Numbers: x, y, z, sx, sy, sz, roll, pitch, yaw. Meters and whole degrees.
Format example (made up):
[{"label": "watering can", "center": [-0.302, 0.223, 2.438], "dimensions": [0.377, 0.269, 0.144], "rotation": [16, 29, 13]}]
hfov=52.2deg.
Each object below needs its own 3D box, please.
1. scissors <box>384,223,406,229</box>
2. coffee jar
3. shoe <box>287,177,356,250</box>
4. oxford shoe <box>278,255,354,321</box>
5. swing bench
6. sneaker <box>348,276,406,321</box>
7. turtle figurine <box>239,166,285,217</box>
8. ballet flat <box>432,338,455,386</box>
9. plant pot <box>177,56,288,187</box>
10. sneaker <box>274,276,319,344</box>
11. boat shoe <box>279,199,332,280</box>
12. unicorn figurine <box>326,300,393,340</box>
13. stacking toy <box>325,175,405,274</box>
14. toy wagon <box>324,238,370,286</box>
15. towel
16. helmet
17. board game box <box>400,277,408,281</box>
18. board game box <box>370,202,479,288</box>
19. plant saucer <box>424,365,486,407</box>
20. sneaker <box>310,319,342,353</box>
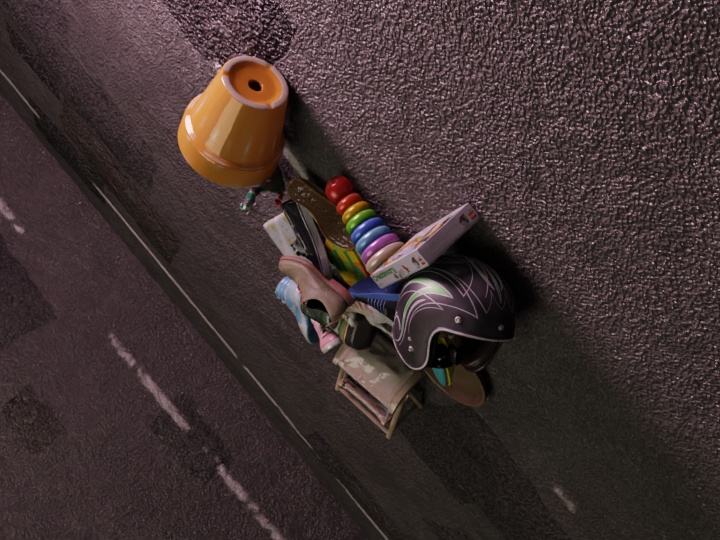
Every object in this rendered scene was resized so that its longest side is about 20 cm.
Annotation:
[{"label": "scissors", "center": [0.030, -0.084, 1.428], "dimensions": [0.200, 0.014, 0.073], "rotation": [23, 143, 44]}, {"label": "coffee jar", "center": [-0.045, 0.100, 1.723], "dimensions": [0.200, 0.085, 0.105], "rotation": [33, 117, 34]}, {"label": "shoe", "center": [-0.065, -0.118, 1.481], "dimensions": [0.200, 0.053, 0.070], "rotation": [46, 114, 18]}, {"label": "oxford shoe", "center": [-0.109, 0.035, 1.550], "dimensions": [0.200, 0.075, 0.071], "rotation": [30, 156, 29]}, {"label": "swing bench", "center": [0.043, 0.264, 1.778], "dimensions": [0.199, 0.130, 0.200], "rotation": [38, 154, 26]}, {"label": "sneaker", "center": [0.050, 0.061, 1.447], "dimensions": [0.200, 0.070, 0.078], "rotation": [8, 128, 58]}, {"label": "turtle figurine", "center": [-0.217, -0.209, 1.553], "dimensions": [0.100, 0.150, 0.200], "rotation": [-7, 147, 26]}, {"label": "ballet flat", "center": [0.150, 0.131, 1.376], "dimensions": [0.067, 0.067, 0.200], "rotation": [41, 160, 58]}, {"label": "plant pot", "center": [-0.221, -0.287, 1.367], "dimensions": [0.200, 0.200, 0.183], "rotation": [47, 142, 6]}, {"label": "sneaker", "center": [-0.162, 0.096, 1.957], "dimensions": [0.130, 0.079, 0.201], "rotation": [27, 138, 38]}, {"label": "boat shoe", "center": [-0.118, -0.060, 1.587], "dimensions": [0.072, 0.068, 0.201], "rotation": [-144, 33, -83]}, {"label": "unicorn figurine", "center": [0.043, 0.103, 1.586], "dimensions": [0.137, 0.074, 0.200], "rotation": [40, 139, -15]}, {"label": "stacking toy", "center": [0.001, -0.093, 1.374], "dimensions": [0.200, 0.085, 0.085], "rotation": [57, 159, 17]}, {"label": "toy wagon", "center": [0.000, 0.000, 1.569], "dimensions": [0.155, 0.040, 0.200], "rotation": [8, 133, 57]}, {"label": "towel", "center": [-0.141, -0.062, 1.723], "dimensions": [0.171, 0.048, 0.200], "rotation": [57, 156, -8]}, {"label": "helmet", "center": [0.157, 0.068, 1.206], "dimensions": [0.200, 0.200, 0.191], "rotation": [43, 124, 16]}, {"label": "board game box", "center": [0.132, 0.045, 1.409], "dimensions": [0.200, 0.035, 0.136], "rotation": [34, 153, 32]}, {"label": "board game box", "center": [0.103, -0.037, 1.222], "dimensions": [0.035, 0.126, 0.200], "rotation": [50, 156, -4]}, {"label": "plant saucer", "center": [0.191, 0.203, 1.549], "dimensions": [0.200, 0.029, 0.200], "rotation": [40, 155, 23]}, {"label": "sneaker", "center": [-0.085, 0.138, 1.826], "dimensions": [0.105, 0.075, 0.200], "rotation": [57, -176, -3]}]
